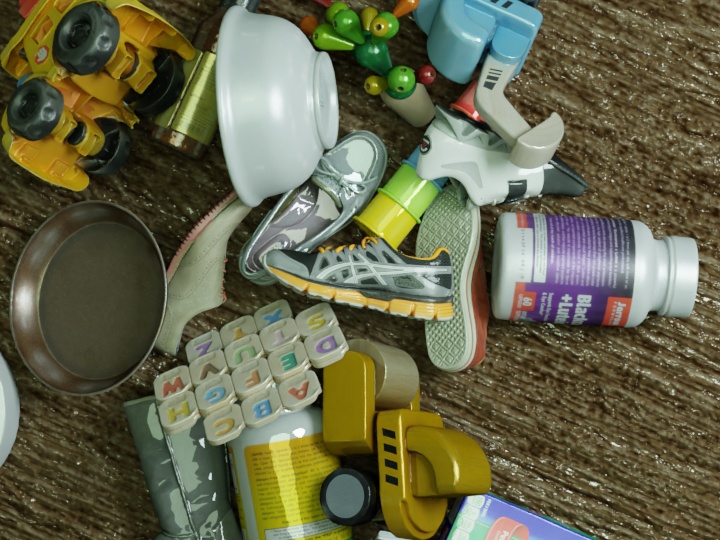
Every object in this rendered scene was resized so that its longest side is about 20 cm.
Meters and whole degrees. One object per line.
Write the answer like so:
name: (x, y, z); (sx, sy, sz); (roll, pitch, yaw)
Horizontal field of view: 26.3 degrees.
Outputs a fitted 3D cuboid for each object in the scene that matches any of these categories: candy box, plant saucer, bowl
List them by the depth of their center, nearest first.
bowl: (-0.074, -0.165, 1.530); (0.090, 0.201, 0.202); (-3, 89, 10)
plant saucer: (-0.272, 0.029, 1.581); (0.200, 0.034, 0.201); (-4, 81, 28)
candy box: (0.168, 0.334, 1.588); (0.200, 0.077, 0.169); (23, 89, -1)

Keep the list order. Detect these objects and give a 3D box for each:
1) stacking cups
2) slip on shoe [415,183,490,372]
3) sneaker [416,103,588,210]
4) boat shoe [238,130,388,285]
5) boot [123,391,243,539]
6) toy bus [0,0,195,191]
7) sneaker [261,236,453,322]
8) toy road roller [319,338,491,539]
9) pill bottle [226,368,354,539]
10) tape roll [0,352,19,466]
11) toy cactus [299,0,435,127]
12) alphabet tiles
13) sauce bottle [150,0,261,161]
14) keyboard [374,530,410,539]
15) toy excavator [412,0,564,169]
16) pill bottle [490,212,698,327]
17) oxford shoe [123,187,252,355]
stacking cups: (0.077, -0.111, 1.611); (0.060, 0.061, 0.200); (40, 84, 1)
slip on shoe: (0.101, 0.008, 1.606); (0.074, 0.061, 0.201); (-9, 75, 31)
sneaker: (0.141, -0.099, 1.582); (0.200, 0.074, 0.089); (18, 107, -27)
boat shoe: (-0.049, -0.065, 1.600); (0.202, 0.065, 0.074); (-43, 89, 0)
boot: (-0.210, 0.230, 1.593); (0.181, 0.073, 0.200); (-18, 96, -14)
toy bus: (-0.300, -0.212, 1.573); (0.200, 0.136, 0.192); (-51, 56, 7)
sneaker: (0.000, 0.000, 1.556); (0.199, 0.078, 0.077); (11, 89, -3)
toy road roller: (0.049, 0.167, 1.536); (0.146, 0.123, 0.201); (-8, 78, 27)
pill bottle: (-0.075, 0.203, 1.573); (0.112, 0.113, 0.201); (-10, 89, 0)
tape roll: (-0.459, 0.146, 1.595); (0.202, 0.071, 0.203); (0, 90, 0)
toy cactus: (0.027, -0.217, 1.575); (0.102, 0.200, 0.165); (-47, 129, -5)
alphabet tiles: (-0.112, 0.096, 1.543); (0.200, 0.196, 0.015); (-24, 121, 0)
sauce bottle: (-0.152, -0.215, 1.604); (0.066, 0.066, 0.200); (26, 90, 0)
keyboard: (0.040, 0.276, 1.529); (0.056, 0.200, 0.011); (15, 76, 2)
toy excavator: (0.128, -0.210, 1.541); (0.194, 0.100, 0.200); (25, 57, 3)
pill bottle: (0.237, 0.001, 1.576); (0.199, 0.111, 0.112); (3, 89, 0)
oxford shoe: (-0.162, -0.002, 1.602); (0.075, 0.070, 0.200); (37, 100, -3)
